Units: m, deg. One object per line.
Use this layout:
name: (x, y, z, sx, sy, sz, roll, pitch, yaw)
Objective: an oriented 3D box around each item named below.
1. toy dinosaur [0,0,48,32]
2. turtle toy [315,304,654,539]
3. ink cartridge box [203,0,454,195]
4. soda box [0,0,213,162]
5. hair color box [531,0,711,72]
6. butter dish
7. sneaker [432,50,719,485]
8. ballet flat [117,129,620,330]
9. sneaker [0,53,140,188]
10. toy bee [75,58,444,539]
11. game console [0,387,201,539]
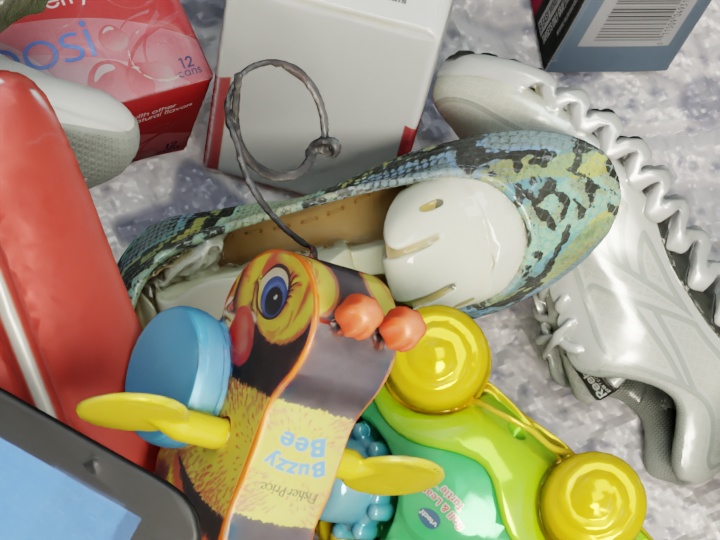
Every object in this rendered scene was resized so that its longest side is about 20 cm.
toy dinosaur: (-0.115, -0.128, 1.003, 0.047, 0.088, 0.200, 14, 26, 19)
turtle toy: (0.048, 0.103, 1.030, 0.200, 0.146, 0.101, 44, 83, 7)
ink cartridge box: (0.005, -0.147, 1.117, 0.083, 0.144, 0.200, 16, 62, 0)
soda box: (-0.162, -0.063, 1.084, 0.199, 0.063, 0.070, -18, 71, -21)
hair color box: (0.101, -0.195, 1.193, 0.060, 0.099, 0.201, -1, 66, -14)
butter dish: (-0.179, 0.039, 0.991, 0.199, 0.148, 0.201, -22, 108, -7)
sneaker: (0.093, -0.001, 1.099, 0.081, 0.075, 0.200, -45, 101, -13)
ballet flat: (0.000, 0.000, 1.052, 0.199, 0.074, 0.074, -16, 67, 13)
sneaker: (-0.175, -0.079, 1.013, 0.200, 0.070, 0.080, 12, 61, -10)
toy bee: (-0.031, 0.036, 0.918, 0.131, 0.109, 0.201, -9, 99, -32)
game console: (-0.176, 0.108, 0.846, 0.200, 0.119, 0.171, 28, 32, 3)
